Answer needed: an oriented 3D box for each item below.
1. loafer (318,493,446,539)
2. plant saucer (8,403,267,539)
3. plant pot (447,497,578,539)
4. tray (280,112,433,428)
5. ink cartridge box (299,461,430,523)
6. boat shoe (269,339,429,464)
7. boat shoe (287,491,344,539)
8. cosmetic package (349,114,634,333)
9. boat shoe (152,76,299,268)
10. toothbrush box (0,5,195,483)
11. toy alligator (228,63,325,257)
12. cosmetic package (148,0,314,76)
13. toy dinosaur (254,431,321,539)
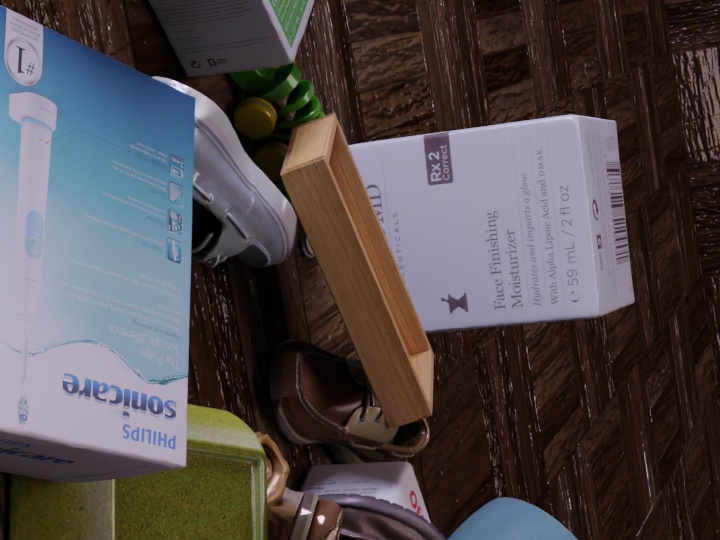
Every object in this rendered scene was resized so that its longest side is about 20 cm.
[{"bbox_3d":[0.033,0.215,1.072,0.200,0.073,0.071,45,54,-26],"label":"loafer"},{"bbox_3d":[-0.110,0.166,0.934,0.200,0.048,0.200,18,67,-56],"label":"plant saucer"},{"bbox_3d":[0.110,0.306,1.370,0.135,0.200,0.201,-28,115,-28],"label":"plant pot"},{"bbox_3d":[0.000,0.000,1.170,0.099,0.037,0.200,-83,153,-67],"label":"tray"},{"bbox_3d":[-0.006,0.250,1.179,0.200,0.084,0.145,-63,141,-55],"label":"ink cartridge box"},{"bbox_3d":[-0.004,0.097,1.245,0.200,0.074,0.076,38,49,-62],"label":"boat shoe"},{"bbox_3d":[-0.023,0.227,1.021,0.072,0.068,0.201,-68,169,-65],"label":"boat shoe"},{"bbox_3d":[0.113,-0.038,1.415,0.165,0.199,0.165,-10,93,-70],"label":"cosmetic package"},{"bbox_3d":[-0.101,-0.043,1.064,0.072,0.070,0.201,-62,152,-17],"label":"boat shoe"},{"bbox_3d":[-0.159,-0.006,0.818,0.146,0.085,0.201,20,63,-53],"label":"toothbrush box"},{"bbox_3d":[-0.044,-0.090,1.223,0.059,0.054,0.200,-73,149,-45],"label":"toy alligator"},{"bbox_3d":[-0.103,-0.235,1.072,0.200,0.085,0.108,64,30,-43],"label":"cosmetic package"},{"bbox_3d":[-0.055,0.158,1.096,0.200,0.060,0.107,-10,89,-40],"label":"toy dinosaur"}]
